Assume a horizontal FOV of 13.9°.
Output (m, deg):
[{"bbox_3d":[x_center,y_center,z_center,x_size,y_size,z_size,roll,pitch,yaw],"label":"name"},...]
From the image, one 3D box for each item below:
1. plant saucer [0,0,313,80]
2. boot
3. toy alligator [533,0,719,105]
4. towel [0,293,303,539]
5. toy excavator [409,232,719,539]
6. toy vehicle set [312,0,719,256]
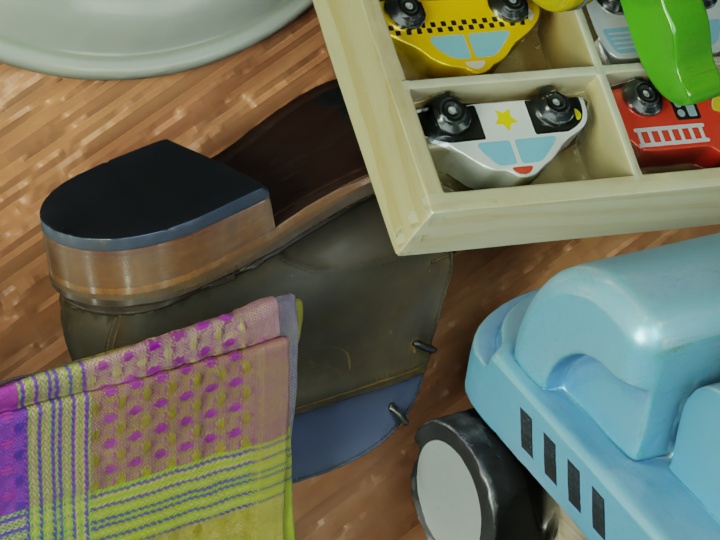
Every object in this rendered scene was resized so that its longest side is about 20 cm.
[{"bbox_3d":[-0.072,-0.157,0.856,0.200,0.050,0.200,1,87,-16],"label":"plant saucer"},{"bbox_3d":[0.000,0.000,0.873,0.200,0.075,0.097,-17,118,-26],"label":"boot"},{"bbox_3d":[0.057,-0.140,0.837,0.059,0.054,0.200,-18,71,-32],"label":"toy alligator"},{"bbox_3d":[-0.098,0.090,0.789,0.200,0.023,0.144,-16,123,-30],"label":"towel"},{"bbox_3d":[0.106,0.030,0.787,0.100,0.194,0.200,-13,130,-27],"label":"toy excavator"},{"bbox_3d":[0.084,-0.073,0.862,0.200,0.027,0.124,-7,65,-27],"label":"toy vehicle set"}]
